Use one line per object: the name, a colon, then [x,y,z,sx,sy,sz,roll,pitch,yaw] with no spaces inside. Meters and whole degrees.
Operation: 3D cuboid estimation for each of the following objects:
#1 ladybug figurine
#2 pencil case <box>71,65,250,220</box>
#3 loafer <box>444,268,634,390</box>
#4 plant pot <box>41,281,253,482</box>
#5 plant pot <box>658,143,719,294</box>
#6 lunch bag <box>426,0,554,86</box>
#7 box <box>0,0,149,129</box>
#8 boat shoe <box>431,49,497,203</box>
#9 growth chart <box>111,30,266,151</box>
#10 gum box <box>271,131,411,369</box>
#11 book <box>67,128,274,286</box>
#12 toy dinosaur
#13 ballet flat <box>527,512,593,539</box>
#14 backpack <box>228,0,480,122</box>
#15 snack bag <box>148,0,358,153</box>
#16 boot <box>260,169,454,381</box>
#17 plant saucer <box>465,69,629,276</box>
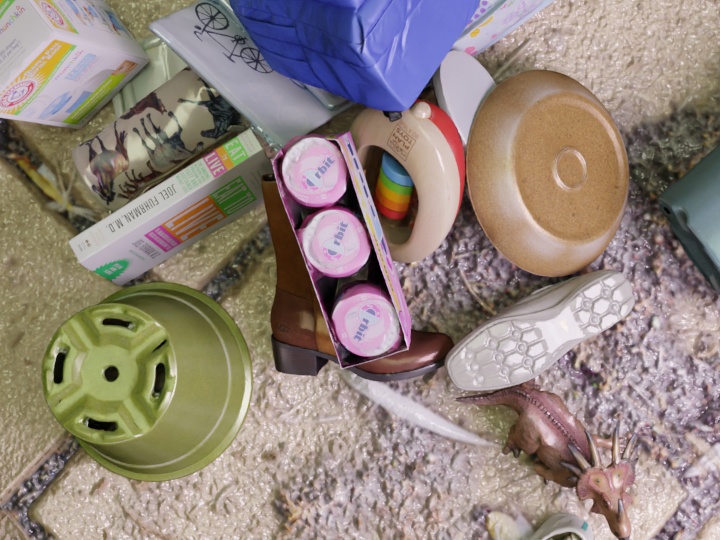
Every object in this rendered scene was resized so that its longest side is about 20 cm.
ladybug figurine: [0.046,-0.091,1.149,0.072,0.201,0.136,-36,71,-30]
pencil case: [-0.191,-0.134,1.198,0.199,0.078,0.090,-35,73,0]
loafer: [0.170,0.059,1.166,0.198,0.070,0.070,-23,96,-9]
plant pot: [-0.210,0.100,1.129,0.198,0.190,0.202,0,83,2]
plant pot: [0.398,-0.066,1.123,0.195,0.200,0.201,-36,82,6]
lunch bag: [0.073,-0.291,1.194,0.199,0.127,0.171,-35,81,25]
box: [-0.309,-0.215,1.158,0.112,0.200,0.102,-40,82,13]
boat shoe: [0.115,-0.116,1.175,0.072,0.065,0.201,-43,110,-32]
growth chart: [-0.168,-0.191,1.249,0.198,0.018,0.146,-6,83,2]
gum box: [-0.015,-0.027,1.072,0.066,0.114,0.202,-18,97,6]
book: [-0.176,-0.061,1.175,0.199,0.134,0.048,-32,81,-1]
toy dinosaur: [0.187,0.157,1.126,0.199,0.136,0.086,38,86,7]
ballet flat: [0.145,0.309,1.145,0.069,0.069,0.200,44,87,7]
backpack: [-0.019,-0.259,1.081,0.199,0.168,0.163,22,66,42]
snack bag: [-0.089,-0.215,1.182,0.188,0.021,0.200,44,42,7]
boot: [0.000,0.000,1.164,0.186,0.068,0.202,3,105,16]
plant saucer: [0.192,-0.096,1.156,0.198,0.035,0.202,2,86,-30]
